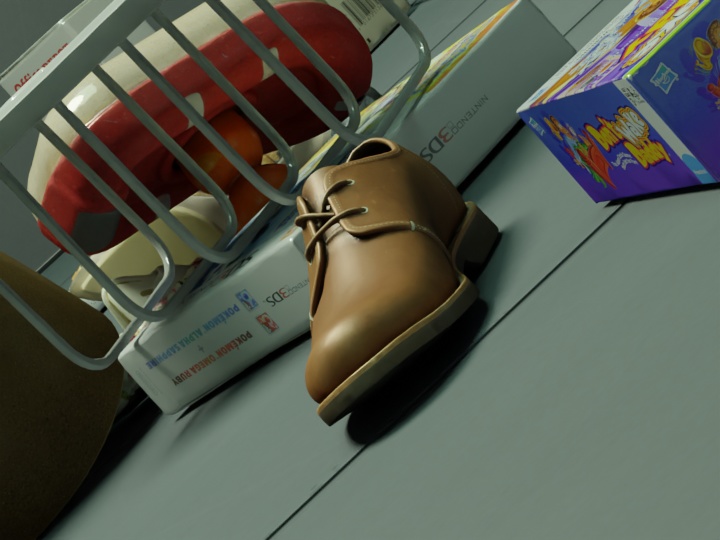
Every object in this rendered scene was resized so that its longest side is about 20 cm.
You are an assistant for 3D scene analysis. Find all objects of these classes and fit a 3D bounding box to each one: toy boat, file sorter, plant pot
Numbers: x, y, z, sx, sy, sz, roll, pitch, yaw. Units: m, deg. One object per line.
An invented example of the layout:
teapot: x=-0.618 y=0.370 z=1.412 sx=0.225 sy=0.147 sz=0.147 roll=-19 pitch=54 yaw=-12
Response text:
toy boat: x=-0.069 y=-0.060 z=1.464 sx=0.200 sy=0.131 sz=0.131 roll=-35 pitch=-14 yaw=-27
file sorter: x=-0.086 y=-0.067 z=1.288 sx=0.200 sy=0.125 sz=0.139 roll=-39 pitch=9 yaw=29
plant pot: x=-0.251 y=0.036 z=1.382 sx=0.186 sy=0.200 sz=0.186 roll=-28 pitch=37 yaw=24

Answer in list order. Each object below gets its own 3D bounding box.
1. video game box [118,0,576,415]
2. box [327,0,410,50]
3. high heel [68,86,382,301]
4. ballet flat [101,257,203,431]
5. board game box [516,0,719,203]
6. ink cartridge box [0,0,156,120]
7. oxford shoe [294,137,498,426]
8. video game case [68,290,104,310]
video game box: x=-0.008 y=-0.030 z=1.326 sx=0.200 sy=0.047 sz=0.182 roll=-48 pitch=11 yaw=-35
box: x=-0.045 y=-0.196 z=2.419 sx=0.082 sy=0.068 sz=0.200 roll=-49 pitch=10 yaw=-35
high heel: x=-0.073 y=-0.043 z=1.610 sx=0.200 sy=0.071 sz=0.143 roll=-24 pitch=17 yaw=10
ballet flat: x=-0.132 y=0.044 z=1.479 sx=0.200 sy=0.064 sz=0.076 roll=-42 pitch=7 yaw=-1
board game box: x=0.153 y=-0.108 z=0.915 sx=0.200 sy=0.045 sz=0.134 roll=-43 pitch=7 yaw=-10
ink cartridge box: x=-0.234 y=-0.160 z=2.691 sx=0.144 sy=0.200 sz=0.084 roll=-33 pitch=12 yaw=50
oxford shoe: x=0.000 y=0.000 z=1.008 sx=0.071 sy=0.071 sz=0.200 roll=-39 pitch=9 yaw=14
video game case: x=-0.265 y=0.060 z=2.274 sx=0.200 sy=0.024 sz=0.182 roll=-38 pitch=8 yaw=38
